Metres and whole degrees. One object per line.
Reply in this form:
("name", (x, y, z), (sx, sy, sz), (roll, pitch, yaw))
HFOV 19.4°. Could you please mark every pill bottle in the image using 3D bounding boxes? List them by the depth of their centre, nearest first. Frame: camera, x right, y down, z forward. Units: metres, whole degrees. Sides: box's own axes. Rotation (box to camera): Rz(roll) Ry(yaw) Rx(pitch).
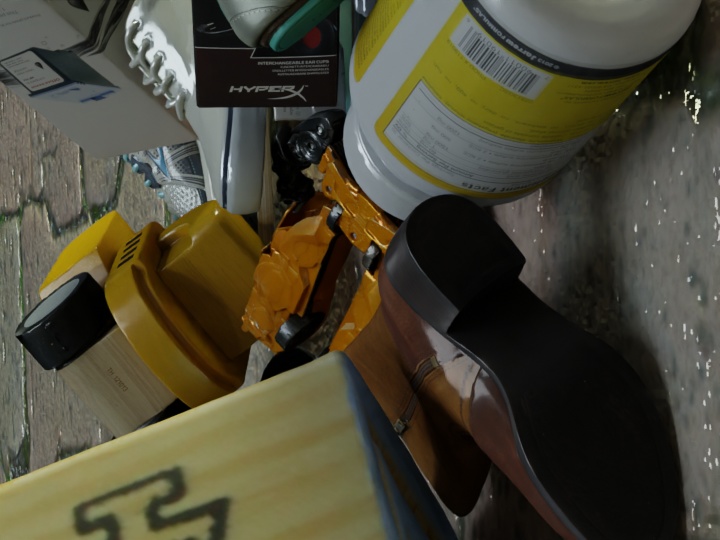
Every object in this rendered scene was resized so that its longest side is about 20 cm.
("pill bottle", (0.060, -0.096, 0.917), (0.200, 0.111, 0.113), (130, 134, -60))

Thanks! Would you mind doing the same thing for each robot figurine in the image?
("robot figurine", (0.000, 0.000, 1.121), (0.145, 0.058, 0.200), (47, 144, 16))

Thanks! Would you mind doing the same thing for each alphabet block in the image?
("alphabet block", (-0.049, 0.190, 0.985), (0.196, 0.199, 0.197), (59, -169, -48))

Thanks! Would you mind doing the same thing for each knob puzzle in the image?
("knob puzzle", (-0.072, -0.116, 1.276), (0.220, 0.030, 0.221), (177, 90, -87))

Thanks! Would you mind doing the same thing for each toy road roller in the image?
("toy road roller", (-0.108, 0.021, 1.286), (0.123, 0.146, 0.200), (51, -168, -13))

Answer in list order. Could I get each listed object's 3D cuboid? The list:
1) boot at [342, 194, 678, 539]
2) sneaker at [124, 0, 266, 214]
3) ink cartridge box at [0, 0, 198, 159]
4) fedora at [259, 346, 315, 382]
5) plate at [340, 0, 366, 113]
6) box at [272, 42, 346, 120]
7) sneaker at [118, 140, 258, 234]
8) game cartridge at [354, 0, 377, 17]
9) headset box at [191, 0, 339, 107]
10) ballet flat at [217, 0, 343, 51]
("boot", (0.057, 0.081, 0.980), (0.188, 0.068, 0.200), (48, 156, 12))
("sneaker", (-0.092, -0.116, 1.146), (0.073, 0.070, 0.201), (100, 162, -58))
("ink cartridge box", (-0.166, -0.177, 1.210), (0.085, 0.200, 0.147), (-10, 60, 30))
("fedora", (-0.068, 0.140, 1.303), (0.200, 0.091, 0.202), (178, 90, -69))
("plate", (0.000, -0.165, 1.141), (0.200, 0.025, 0.202), (178, 90, -87))
("box", (-0.033, -0.115, 1.183), (0.200, 0.038, 0.042), (-109, 19, -79))
("sneaker", (-0.118, -0.082, 1.373), (0.078, 0.086, 0.201), (-13, -91, -70))
("game cartridge", (0.022, -0.227, 1.021), (0.133, 0.041, 0.202), (-32, -57, -69))
("headset box", (-0.047, -0.202, 1.027), (0.149, 0.074, 0.201), (-92, 2, -46))
("ballet flat", (0.017, -0.174, 0.923), (0.064, 0.199, 0.067), (55, -176, 7))
